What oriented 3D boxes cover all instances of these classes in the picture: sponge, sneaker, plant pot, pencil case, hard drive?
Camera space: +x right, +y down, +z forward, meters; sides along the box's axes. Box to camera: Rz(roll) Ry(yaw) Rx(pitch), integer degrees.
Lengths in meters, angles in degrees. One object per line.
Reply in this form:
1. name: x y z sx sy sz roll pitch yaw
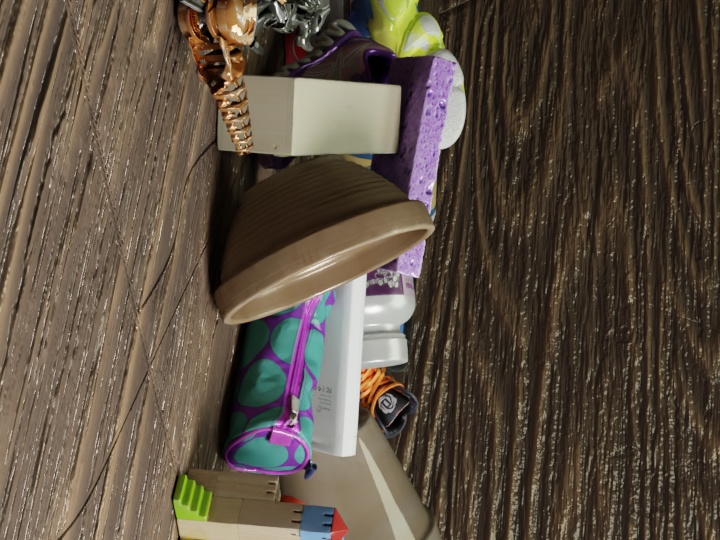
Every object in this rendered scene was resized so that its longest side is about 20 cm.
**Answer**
1. sponge: 0.041 -0.100 1.369 0.111 0.029 0.203 -166 -94 -70
2. sneaker: 0.009 0.112 1.617 0.112 0.077 0.200 43 -6 42
3. plant pot: -0.023 0.249 1.586 0.200 0.197 0.176 -69 146 -70
4. plant pot: -0.044 -0.036 1.243 0.201 0.199 0.094 46 19 -82
5. sneaker: 0.044 -0.215 1.515 0.105 0.075 0.202 -23 -97 63
6. pencil case: -0.072 0.093 1.364 0.092 0.085 0.202 -37 -146 42
7. sneaker: -0.029 -0.167 1.412 0.201 0.088 0.081 -52 152 -36
8. hard drive: -0.048 0.077 1.477 0.026 0.131 0.203 1 94 -41

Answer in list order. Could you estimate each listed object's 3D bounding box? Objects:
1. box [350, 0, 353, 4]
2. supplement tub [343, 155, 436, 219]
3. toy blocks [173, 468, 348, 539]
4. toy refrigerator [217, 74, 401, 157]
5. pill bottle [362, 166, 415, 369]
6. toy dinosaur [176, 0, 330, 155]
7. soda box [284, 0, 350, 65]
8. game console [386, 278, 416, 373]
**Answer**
1. box: -0.015 -0.266 1.681 0.201 0.048 0.160 -98 -175 -50
2. supplement tub: 0.031 -0.156 1.922 0.145 0.143 0.202 -73 165 -64
3. toy blocks: -0.074 0.236 1.210 0.201 0.135 0.101 88 8 -45
4. toy refrigerator: -0.041 -0.132 1.273 0.199 0.075 0.071 -11 106 -63
5. pill bottle: 0.000 0.000 1.529 0.112 0.111 0.203 50 34 -81
6. toy dinosaur: -0.096 -0.194 1.058 0.135 0.101 0.202 -24 135 -57
7. soda box: -0.044 -0.273 1.508 0.070 0.063 0.202 -78 171 -55
8. game console: 0.006 -0.005 1.714 0.176 0.115 0.202 82 12 -65
